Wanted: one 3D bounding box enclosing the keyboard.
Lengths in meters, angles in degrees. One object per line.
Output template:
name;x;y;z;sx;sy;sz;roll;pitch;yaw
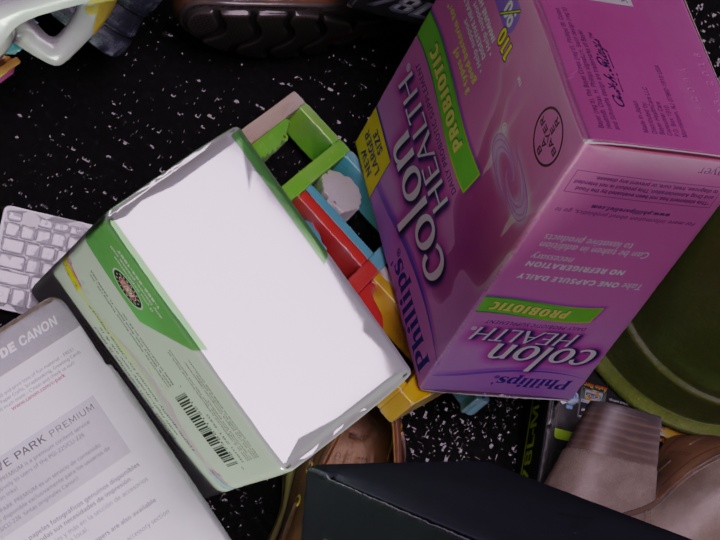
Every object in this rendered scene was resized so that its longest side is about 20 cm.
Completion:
keyboard;-0.103;0.014;1.135;0.199;0.011;0.057;13;73;-13

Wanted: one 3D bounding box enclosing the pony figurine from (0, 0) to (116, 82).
pony figurine;-0.226;-0.151;1.055;0.200;0.167;0.193;-37;105;13

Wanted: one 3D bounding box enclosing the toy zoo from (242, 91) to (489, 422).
toy zoo;0.000;0.000;1.127;0.200;0.020;0.131;48;32;-1

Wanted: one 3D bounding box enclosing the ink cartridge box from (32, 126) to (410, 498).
ink cartridge box;-0.076;0.029;1.034;0.084;0.200;0.145;-37;93;-21

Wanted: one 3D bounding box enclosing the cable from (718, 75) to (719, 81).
cable;0.283;-0.043;1.237;0.199;0.069;0.201;-28;86;-21

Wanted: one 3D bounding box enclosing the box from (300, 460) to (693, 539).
box;0.059;0.208;0.991;0.117;0.196;0.201;2;97;-30

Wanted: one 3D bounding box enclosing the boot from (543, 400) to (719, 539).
boot;0.173;0.158;1.114;0.199;0.070;0.147;15;82;-18

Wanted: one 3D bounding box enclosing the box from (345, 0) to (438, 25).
box;0.075;-0.222;1.185;0.199;0.050;0.199;10;59;-29

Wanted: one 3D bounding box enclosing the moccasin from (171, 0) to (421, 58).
moccasin;-0.014;-0.171;1.175;0.201;0.074;0.078;-15;79;-21

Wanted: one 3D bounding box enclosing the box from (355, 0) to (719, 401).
box;0.091;-0.062;1.080;0.096;0.200;0.176;5;50;-24

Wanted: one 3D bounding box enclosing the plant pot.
plant pot;0.224;-0.015;1.083;0.199;0.190;0.201;1;83;-10

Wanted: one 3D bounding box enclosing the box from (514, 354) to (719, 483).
box;0.185;0.131;1.177;0.199;0.048;0.194;14;75;-14

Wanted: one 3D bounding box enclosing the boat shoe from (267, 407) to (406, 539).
boat shoe;-0.014;0.153;1.097;0.072;0.068;0.201;12;73;-14

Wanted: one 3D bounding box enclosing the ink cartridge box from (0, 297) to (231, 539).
ink cartridge box;-0.188;0.140;1.037;0.200;0.084;0.176;-33;88;-22

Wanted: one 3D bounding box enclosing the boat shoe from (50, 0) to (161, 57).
boat shoe;-0.181;-0.207;1.136;0.200;0.071;0.091;41;102;16
